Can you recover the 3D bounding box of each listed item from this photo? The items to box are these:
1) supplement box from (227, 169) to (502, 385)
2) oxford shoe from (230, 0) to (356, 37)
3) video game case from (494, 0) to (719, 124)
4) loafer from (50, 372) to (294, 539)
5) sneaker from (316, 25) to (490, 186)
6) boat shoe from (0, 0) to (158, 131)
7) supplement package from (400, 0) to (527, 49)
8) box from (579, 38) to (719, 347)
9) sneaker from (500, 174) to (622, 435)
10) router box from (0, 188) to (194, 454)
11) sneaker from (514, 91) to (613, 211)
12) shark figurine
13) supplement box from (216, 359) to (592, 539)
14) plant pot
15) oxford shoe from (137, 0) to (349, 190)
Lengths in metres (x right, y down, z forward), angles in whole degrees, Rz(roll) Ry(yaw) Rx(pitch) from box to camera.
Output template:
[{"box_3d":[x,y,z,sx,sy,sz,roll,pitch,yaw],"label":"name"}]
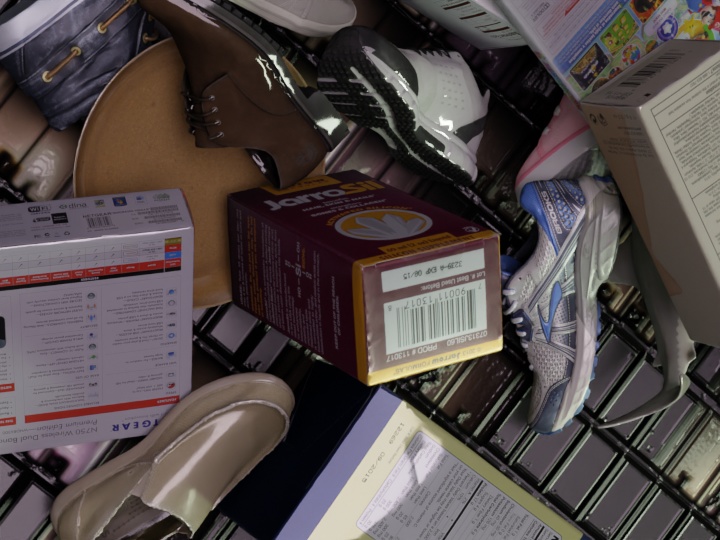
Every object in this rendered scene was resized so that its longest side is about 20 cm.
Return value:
[{"box_3d":[0.000,0.000,1.537,0.110,0.200,0.086,-13,111,-27],"label":"supplement box"},{"box_3d":[-0.065,-0.215,1.554,0.199,0.075,0.058,19,118,-47],"label":"oxford shoe"},{"box_3d":[0.182,-0.184,1.548,0.143,0.018,0.200,-48,119,-11],"label":"video game case"},{"box_3d":[-0.125,0.148,1.568,0.200,0.068,0.076,-36,134,9],"label":"loafer"},{"box_3d":[0.033,-0.133,1.589,0.073,0.200,0.080,12,76,29],"label":"sneaker"},{"box_3d":[-0.163,-0.187,1.575,0.200,0.071,0.091,-37,109,-8],"label":"boat shoe"},{"box_3d":[0.069,-0.289,1.585,0.199,0.147,0.192,31,86,-14],"label":"supplement package"},{"box_3d":[0.243,-0.051,1.544,0.095,0.078,0.201,-33,110,-20],"label":"box"},{"box_3d":[0.134,0.022,1.649,0.085,0.077,0.201,6,105,-5],"label":"sneaker"},{"box_3d":[-0.216,0.039,1.530,0.199,0.049,0.180,-6,127,-15],"label":"router box"},{"box_3d":[0.180,-0.136,1.667,0.200,0.075,0.105,-40,63,12],"label":"sneaker"},{"box_3d":[0.212,0.019,1.668,0.089,0.128,0.216,-5,75,21],"label":"shark figurine"},{"box_3d":[0.030,0.180,1.569,0.199,0.200,0.135,37,84,-13],"label":"supplement box"},{"box_3d":[-0.117,-0.072,1.582,0.199,0.027,0.201,-9,108,-30],"label":"plant pot"},{"box_3d":[-0.092,-0.126,1.523,0.085,0.073,0.200,-49,123,-8],"label":"oxford shoe"}]
